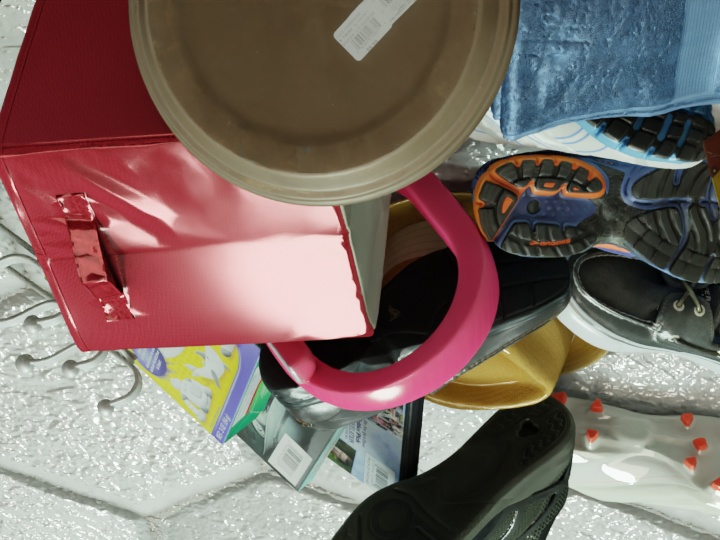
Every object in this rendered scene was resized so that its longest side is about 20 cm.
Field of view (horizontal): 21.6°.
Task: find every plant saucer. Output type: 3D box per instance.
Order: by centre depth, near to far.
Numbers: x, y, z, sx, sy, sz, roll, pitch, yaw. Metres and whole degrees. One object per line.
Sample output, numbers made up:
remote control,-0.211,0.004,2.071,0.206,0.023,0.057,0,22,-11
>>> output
plant saucer,-0.021,-0.132,0.922,0.198,0.202,0.029,5,-176,10

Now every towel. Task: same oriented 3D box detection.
towel,0.163,-0.129,1.000,0.198,0.049,0.112,-6,139,-6

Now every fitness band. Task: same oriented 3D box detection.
fitness band,0.000,0.000,1.133,0.143,0.200,0.038,-33,136,-4

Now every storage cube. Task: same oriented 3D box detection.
storage cube,-0.084,-0.074,1.071,0.178,0.201,0.172,-4,138,11

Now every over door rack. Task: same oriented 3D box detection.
over door rack,-0.230,-0.001,1.187,0.200,0.066,0.148,46,171,25

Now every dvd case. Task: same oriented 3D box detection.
dvd case,-0.087,0.043,1.271,0.200,0.022,0.146,44,142,11
dvd case,-0.040,0.067,1.290,0.199,0.018,0.143,34,146,23

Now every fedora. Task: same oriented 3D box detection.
fedora,0.073,0.036,1.239,0.198,0.082,0.202,8,141,6

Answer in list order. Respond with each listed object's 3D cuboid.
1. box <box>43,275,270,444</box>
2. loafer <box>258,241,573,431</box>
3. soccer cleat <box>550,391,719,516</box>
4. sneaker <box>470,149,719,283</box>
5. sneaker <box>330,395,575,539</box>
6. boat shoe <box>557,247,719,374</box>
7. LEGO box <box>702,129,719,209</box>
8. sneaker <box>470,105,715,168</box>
box,-0.135,0.008,1.238,0.200,0.048,0.118,42,142,15
loafer,0.039,0.041,1.160,0.198,0.073,0.073,-18,139,10
soccer cleat,0.213,0.137,1.339,0.198,0.070,0.078,14,146,11
sneaker,0.157,-0.043,1.141,0.198,0.078,0.076,10,105,-16
sneaker,0.066,0.177,1.280,0.076,0.199,0.115,40,156,36
boat shoe,0.209,0.023,1.190,0.198,0.069,0.057,18,153,-23
LEGO box,0.309,-0.071,1.013,0.148,0.078,0.200,11,147,-35
sneaker,0.106,-0.100,1.092,0.198,0.076,0.087,20,152,-1
